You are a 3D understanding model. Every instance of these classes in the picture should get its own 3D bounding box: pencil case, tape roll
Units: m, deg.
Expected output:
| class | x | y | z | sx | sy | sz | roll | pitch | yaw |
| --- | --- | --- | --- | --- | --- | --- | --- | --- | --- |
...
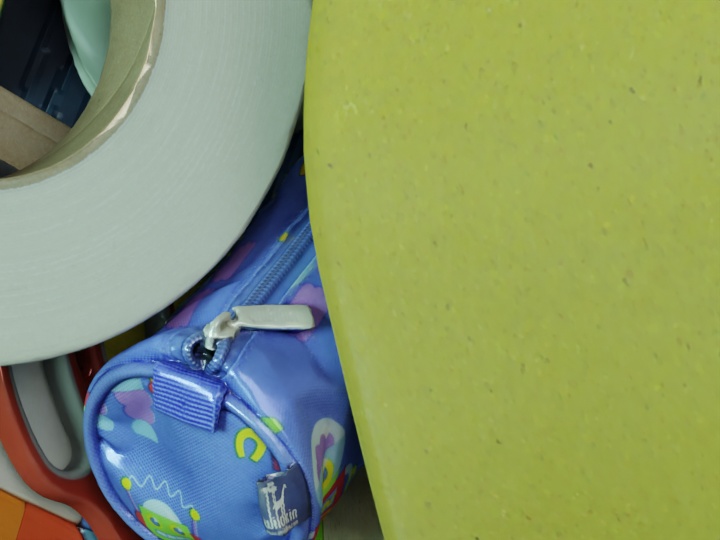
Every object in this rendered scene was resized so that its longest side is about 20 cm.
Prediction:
| class | x | y | z | sx | sy | sz | roll | pitch | yaw |
| --- | --- | --- | --- | --- | --- | --- | --- | --- | --- |
| pencil case | 0.000 | 0.000 | 0.822 | 0.078 | 0.087 | 0.200 | 26 | 51 | 19 |
| tape roll | -0.108 | -0.074 | 0.758 | 0.202 | 0.037 | 0.204 | 1 | 88 | -26 |

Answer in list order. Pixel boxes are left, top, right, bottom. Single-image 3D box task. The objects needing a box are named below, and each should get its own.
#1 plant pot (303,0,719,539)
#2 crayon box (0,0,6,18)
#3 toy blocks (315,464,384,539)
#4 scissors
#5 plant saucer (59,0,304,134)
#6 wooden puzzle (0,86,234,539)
| class | x | y | z | sx | sy | sz | roll | pitch | yaw |
| --- | --- | --- | --- | --- | --- | --- | --- | --- | --- |
| plant pot | 0.099 | -0.047 | 0.743 | 0.194 | 0.195 | 0.201 | -35 | 109 | -43 |
| crayon box | -0.195 | -0.168 | 0.911 | 0.199 | 0.058 | 0.173 | 17 | 69 | -10 |
| toy blocks | 0.057 | 0.036 | 0.905 | 0.199 | 0.100 | 0.137 | 3 | 61 | -8 |
| scissors | -0.065 | 0.090 | 0.824 | 0.073 | 0.014 | 0.201 | -21 | 102 | -47 |
| plant saucer | -0.042 | -0.136 | 0.868 | 0.050 | 0.200 | 0.201 | 19 | 66 | -41 |
| wooden puzzle | -0.097 | 0.046 | 0.824 | 0.200 | 0.037 | 0.186 | 34 | 63 | -43 |
